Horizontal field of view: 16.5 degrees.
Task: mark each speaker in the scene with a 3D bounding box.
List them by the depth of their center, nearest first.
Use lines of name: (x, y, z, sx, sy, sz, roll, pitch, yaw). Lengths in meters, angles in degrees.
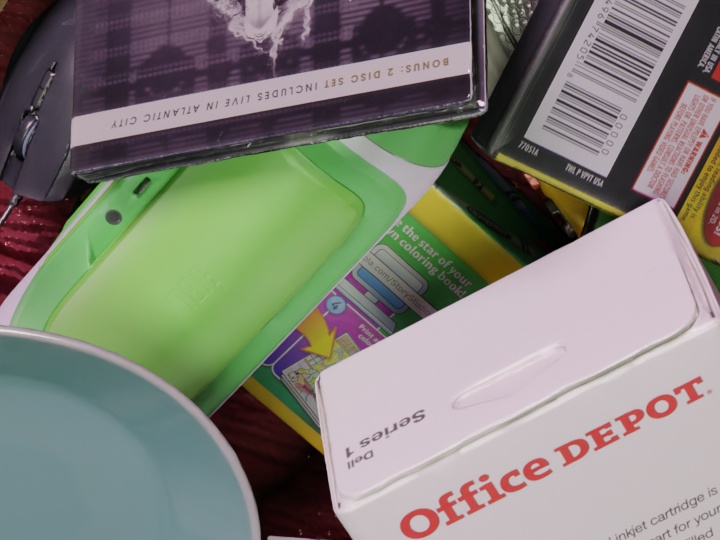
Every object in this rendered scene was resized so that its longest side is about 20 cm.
speaker: (-0.053, -0.010, 0.886, 0.088, 0.089, 0.200, 39, 114, -12)

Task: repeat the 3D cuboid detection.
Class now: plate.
plate: (-0.135, 0.090, 0.885, 0.199, 0.026, 0.201, -2, 129, -2)

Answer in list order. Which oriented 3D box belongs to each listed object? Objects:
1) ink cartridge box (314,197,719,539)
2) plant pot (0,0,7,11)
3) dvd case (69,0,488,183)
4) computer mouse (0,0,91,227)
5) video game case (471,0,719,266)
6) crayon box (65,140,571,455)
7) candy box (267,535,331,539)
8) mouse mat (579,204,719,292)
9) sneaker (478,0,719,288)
ink cartridge box: (0.093, 0.095, 0.885, 0.144, 0.084, 0.200, -28, 122, 10)
plant pot: (-0.211, -0.153, 0.896, 0.199, 0.027, 0.202, 1, 97, 12)
dvd case: (-0.028, -0.135, 0.835, 0.148, 0.201, 0.016, -9, 159, 24)
computer mouse: (-0.139, -0.026, 0.934, 0.058, 0.034, 0.201, 31, 88, 24)
video game case: (0.161, -0.095, 0.867, 0.180, 0.026, 0.201, 24, 100, -19)
crayon box: (0.000, 0.000, 0.964, 0.200, 0.058, 0.119, 41, 113, -13)
candy box: (-0.010, 0.225, 0.914, 0.071, 0.168, 0.201, 4, 112, -1)
mouse mat: (0.178, -0.023, 0.913, 0.199, 0.008, 0.162, 12, 104, -17)
sneaker: (0.083, -0.071, 0.920, 0.082, 0.078, 0.200, -38, 109, 4)
